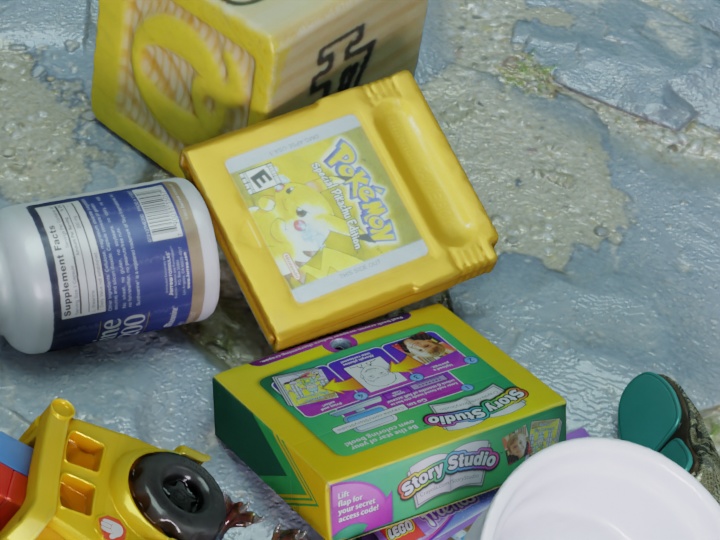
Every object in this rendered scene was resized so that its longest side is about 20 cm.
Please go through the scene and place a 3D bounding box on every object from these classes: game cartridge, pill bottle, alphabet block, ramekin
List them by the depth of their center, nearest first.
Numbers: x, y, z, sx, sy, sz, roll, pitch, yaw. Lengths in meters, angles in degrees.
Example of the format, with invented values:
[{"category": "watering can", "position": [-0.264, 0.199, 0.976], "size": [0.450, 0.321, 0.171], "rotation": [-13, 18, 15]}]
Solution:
[{"category": "ramekin", "position": [0.151, 0.221, 1.670], "size": [0.199, 0.098, 0.202], "rotation": [9, 64, -19]}, {"category": "pill bottle", "position": [-0.213, 0.000, 1.875], "size": [0.199, 0.111, 0.111], "rotation": [-11, 46, -21]}, {"category": "game cartridge", "position": [-0.013, -0.048, 1.911], "size": [0.199, 0.032, 0.177], "rotation": [-22, 70, -19]}, {"category": "alphabet block", "position": [-0.081, -0.193, 2.048], "size": [0.195, 0.197, 0.200], "rotation": [35, 48, 27]}]

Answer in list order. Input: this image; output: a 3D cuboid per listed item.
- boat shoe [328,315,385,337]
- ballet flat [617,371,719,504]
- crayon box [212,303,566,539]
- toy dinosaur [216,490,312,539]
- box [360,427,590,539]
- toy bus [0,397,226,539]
[{"category": "boat shoe", "position": [0.000, 0.000, 1.949], "size": [0.074, 0.067, 0.200], "rotation": [24, 44, 15]}, {"category": "ballet flat", "position": [0.235, 0.141, 1.831], "size": [0.075, 0.068, 0.200], "rotation": [39, 11, -16]}, {"category": "crayon box", "position": [0.020, 0.107, 1.814], "size": [0.199, 0.059, 0.172], "rotation": [-17, 33, -26]}, {"category": "toy dinosaur", "position": [-0.087, 0.251, 1.680], "size": [0.105, 0.200, 0.182], "rotation": [32, 68, -19]}, {"category": "box", "position": [0.117, 0.199, 1.777], "size": [0.199, 0.039, 0.137], "rotation": [-20, 51, -28]}, {"category": "toy bus", "position": [-0.198, 0.181, 1.612], "size": [0.191, 0.136, 0.201], "rotation": [30, 35, -21]}]
